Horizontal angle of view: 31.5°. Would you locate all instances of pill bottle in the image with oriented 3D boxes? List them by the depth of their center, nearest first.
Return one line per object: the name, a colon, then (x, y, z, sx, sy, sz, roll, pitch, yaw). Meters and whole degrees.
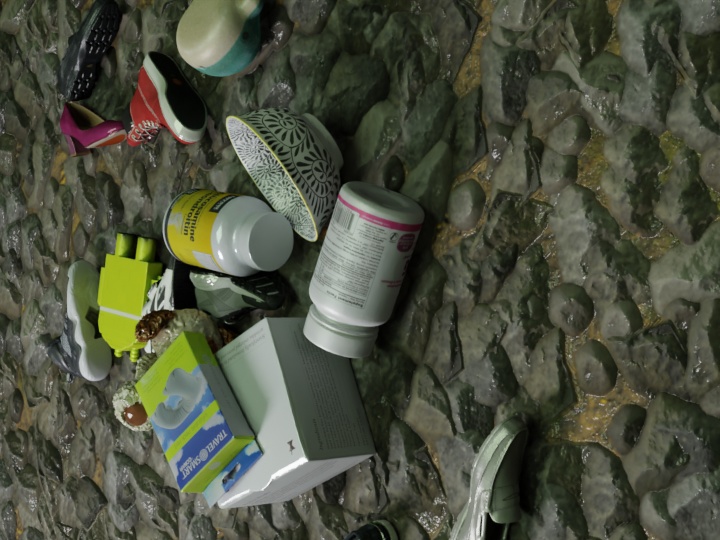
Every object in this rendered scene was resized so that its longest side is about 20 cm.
pill bottle: (0.000, 0.000, 1.621, 0.113, 0.112, 0.202, 34, 113, 41)
pill bottle: (-0.186, -0.053, 1.811, 0.199, 0.111, 0.114, 11, 97, 48)

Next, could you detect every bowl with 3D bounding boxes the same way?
bowl: (-0.084, -0.147, 1.705, 0.201, 0.094, 0.201, 50, 166, 17)

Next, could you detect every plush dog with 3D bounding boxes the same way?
plush dog: (-0.260, 0.139, 1.861, 0.160, 0.198, 0.174, 42, 113, 62)

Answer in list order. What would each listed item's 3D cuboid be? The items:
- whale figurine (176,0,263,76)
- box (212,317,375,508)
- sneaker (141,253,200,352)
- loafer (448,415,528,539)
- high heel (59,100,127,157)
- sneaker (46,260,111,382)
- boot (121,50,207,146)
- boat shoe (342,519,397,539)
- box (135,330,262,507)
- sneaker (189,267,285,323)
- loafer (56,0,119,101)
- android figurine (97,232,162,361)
whale figurine: (-0.184, -0.374, 1.855, 0.158, 0.103, 0.202, 1, 65, 47)
box: (-0.110, 0.191, 1.716, 0.198, 0.130, 0.202, -34, 66, 39)
sneaker: (-0.297, 0.042, 1.945, 0.088, 0.074, 0.203, 13, 97, 31)
loafer: (0.161, 0.265, 1.482, 0.069, 0.069, 0.202, 31, 118, 36)
high heel: (-0.447, -0.250, 2.121, 0.199, 0.067, 0.098, -9, 93, 49)
sneaker: (-0.480, 0.090, 2.141, 0.113, 0.075, 0.203, -15, 80, 42)
boot: (-0.310, -0.226, 1.984, 0.145, 0.072, 0.201, -58, 43, 28)
boat shoe: (-0.027, 0.404, 1.667, 0.200, 0.066, 0.075, -52, 55, 32)
box: (-0.217, 0.196, 1.690, 0.122, 0.047, 0.201, -46, 57, 24)
sneaker: (-0.172, 0.040, 1.837, 0.199, 0.073, 0.081, 8, 106, 51)
loafer: (-0.465, -0.379, 2.147, 0.071, 0.068, 0.202, 48, 125, 25)
android figurine: (-0.369, 0.043, 2.053, 0.181, 0.041, 0.203, 8, 94, 46)
